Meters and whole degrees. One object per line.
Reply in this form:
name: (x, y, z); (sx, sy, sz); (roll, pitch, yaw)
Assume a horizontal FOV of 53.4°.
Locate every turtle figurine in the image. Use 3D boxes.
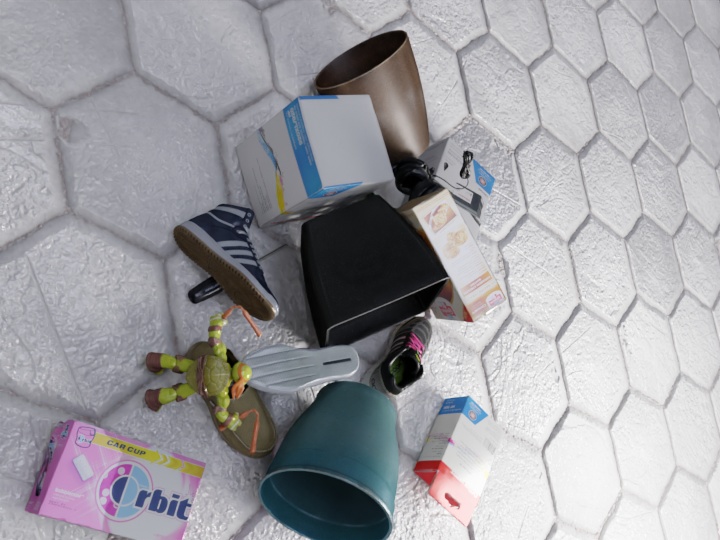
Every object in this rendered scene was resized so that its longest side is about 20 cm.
turtle figurine: (-0.212, 0.154, 0.973); (0.064, 0.160, 0.201); (1, 81, -77)

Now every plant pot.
plant pot: (0.000, 0.000, 1.143); (0.199, 0.200, 0.178); (-22, 74, -12)
plant pot: (-0.028, 0.279, 1.077); (0.200, 0.200, 0.188); (45, 40, -21)
plant pot: (0.043, -0.298, 1.305); (0.187, 0.186, 0.200); (-55, 127, -34)

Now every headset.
headset: (0.108, -0.159, 1.279); (0.199, 0.094, 0.124); (-15, 53, -17)

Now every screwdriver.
screwdriver: (-0.183, 0.002, 1.118); (0.200, 0.028, 0.029); (-27, 67, -37)

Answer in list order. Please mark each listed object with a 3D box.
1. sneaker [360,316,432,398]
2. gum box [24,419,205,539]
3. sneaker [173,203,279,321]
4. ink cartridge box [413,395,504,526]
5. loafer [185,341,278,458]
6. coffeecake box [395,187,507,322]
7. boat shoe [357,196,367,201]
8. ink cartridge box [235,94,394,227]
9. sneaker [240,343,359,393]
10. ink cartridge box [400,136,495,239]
sneaker: (0.083, 0.153, 1.256); (0.074, 0.087, 0.200); (54, 52, -14)
gum box: (-0.313, 0.275, 0.917); (0.199, 0.066, 0.114); (29, 63, -30)
sneaker: (-0.174, -0.021, 1.077); (0.200, 0.070, 0.108); (42, 49, 8)
ink cartridge box: (0.173, 0.342, 1.292); (0.116, 0.067, 0.200); (45, 55, -20)
loafer: (-0.183, 0.191, 1.045); (0.076, 0.067, 0.200); (-44, 106, -37)
coffeecake box: (0.131, -0.021, 1.160); (0.073, 0.153, 0.201); (-31, 97, -15)
boat shoe: (0.073, -0.069, 1.321); (0.200, 0.073, 0.063); (30, 48, -19)
ink cartridge box: (-0.077, -0.172, 1.141); (0.147, 0.200, 0.145); (-13, 85, -40)
sneaker: (-0.097, 0.152, 1.074); (0.199, 0.071, 0.073); (4, 67, -36)
ink cartridge box: (0.168, -0.134, 1.403); (0.144, 0.084, 0.201); (36, 59, -25)
